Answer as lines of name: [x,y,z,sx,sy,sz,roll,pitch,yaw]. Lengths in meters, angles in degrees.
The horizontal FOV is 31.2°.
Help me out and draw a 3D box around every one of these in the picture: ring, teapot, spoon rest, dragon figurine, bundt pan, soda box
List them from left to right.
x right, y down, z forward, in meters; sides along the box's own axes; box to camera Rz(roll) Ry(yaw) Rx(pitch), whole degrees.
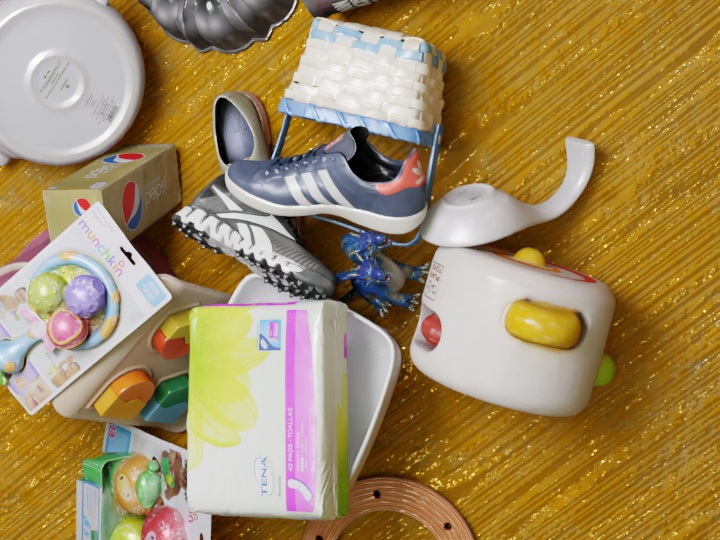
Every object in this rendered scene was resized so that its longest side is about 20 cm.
teapot: [-0.322,-0.216,1.363,0.198,0.146,0.199,-16,113,-9]
soda box: [-0.248,-0.075,1.315,0.063,0.200,0.069,0,108,14]
bundt pan: [-0.157,-0.331,1.343,0.199,0.076,0.205,1,93,15]
dragon figurine: [0.000,0.000,1.272,0.099,0.199,0.059,27,78,-24]
ring: [0.031,0.317,1.366,0.198,0.019,0.203,1,94,15]
spoon rest: [0.146,-0.065,1.249,0.199,0.099,0.061,-27,117,-23]

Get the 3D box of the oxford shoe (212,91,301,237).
oxford shoe: [-0.117,-0.090,1.348,0.070,0.074,0.202,-20,89,15]

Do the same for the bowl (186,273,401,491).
bowl: [-0.060,0.121,1.281,0.199,0.075,0.202,24,95,24]

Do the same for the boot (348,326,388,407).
boot: [-0.050,0.133,1.345,0.095,0.074,0.202,27,101,4]

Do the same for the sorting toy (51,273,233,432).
sorting toy: [-0.192,0.096,1.321,0.185,0.199,0.037,-48,59,12]

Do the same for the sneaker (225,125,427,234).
sneaker: [-0.032,-0.097,1.204,0.198,0.075,0.085,9,124,12]

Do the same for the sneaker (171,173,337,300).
sneaker: [-0.091,-0.042,1.255,0.199,0.067,0.091,27,75,32]

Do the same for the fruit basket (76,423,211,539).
fruit basket: [-0.222,0.266,1.349,0.199,0.093,0.188,15,105,51]

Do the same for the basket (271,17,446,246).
basket: [0.003,-0.138,1.279,0.175,0.139,0.202,18,93,16]

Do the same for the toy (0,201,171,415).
toy: [-0.289,0.043,1.221,0.199,0.047,0.116,-38,92,20]

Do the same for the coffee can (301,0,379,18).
coffee can: [0.032,-0.343,1.256,0.198,0.146,0.148,-13,90,15]

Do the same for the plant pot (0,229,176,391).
plant pot: [-0.308,0.050,1.352,0.198,0.179,0.203,1,95,14]

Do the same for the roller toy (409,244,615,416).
roller toy: [0.145,0.047,1.231,0.181,0.199,0.141,19,98,29]

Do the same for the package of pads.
package of pads: [-0.090,0.131,1.215,0.153,0.068,0.203,-3,85,26]
